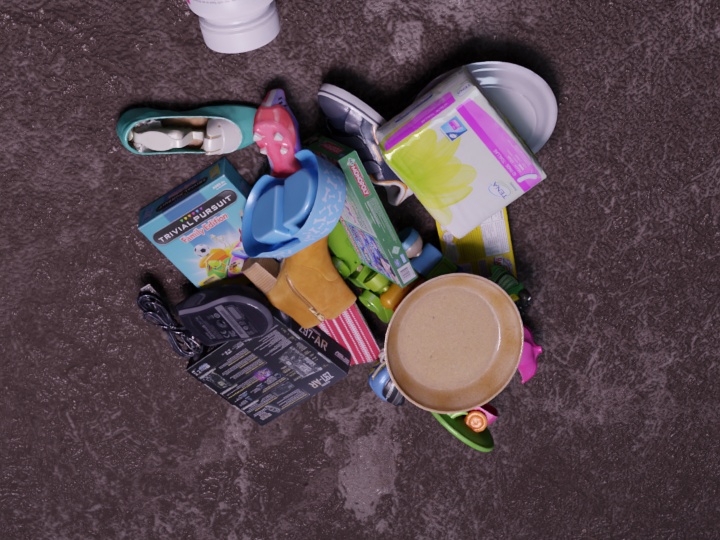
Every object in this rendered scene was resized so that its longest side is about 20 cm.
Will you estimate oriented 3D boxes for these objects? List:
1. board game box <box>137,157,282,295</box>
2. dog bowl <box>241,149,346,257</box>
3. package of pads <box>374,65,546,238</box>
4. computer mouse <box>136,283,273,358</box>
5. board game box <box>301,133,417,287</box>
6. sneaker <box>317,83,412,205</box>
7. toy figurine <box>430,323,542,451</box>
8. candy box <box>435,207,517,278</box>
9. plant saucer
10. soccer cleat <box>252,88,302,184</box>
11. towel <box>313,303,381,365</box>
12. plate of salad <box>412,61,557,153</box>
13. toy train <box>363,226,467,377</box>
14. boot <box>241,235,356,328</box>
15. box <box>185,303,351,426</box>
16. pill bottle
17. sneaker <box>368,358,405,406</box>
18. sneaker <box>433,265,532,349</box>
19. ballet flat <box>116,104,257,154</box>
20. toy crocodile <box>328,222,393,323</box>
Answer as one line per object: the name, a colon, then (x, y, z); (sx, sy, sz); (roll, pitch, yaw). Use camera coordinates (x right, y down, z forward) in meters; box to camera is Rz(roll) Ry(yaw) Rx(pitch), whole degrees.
board game box: (-0.190, -0.043, 1.707); (0.151, 0.047, 0.200); (-30, 125, 18)
dog bowl: (-0.086, -0.079, 1.557); (0.049, 0.112, 0.200); (14, 157, -31)
package of pads: (0.127, -0.145, 1.567); (0.154, 0.068, 0.200); (-35, 131, 14)
computer mouse: (-0.207, 0.056, 1.726); (0.200, 0.053, 0.139); (-9, 132, 28)
board game box: (-0.003, -0.081, 1.616); (0.029, 0.135, 0.200); (-33, 116, -12)
sneaker: (0.008, -0.160, 1.597); (0.200, 0.078, 0.079); (38, 82, -30)
toy figurine: (0.184, 0.145, 1.862); (0.200, 0.150, 0.184); (39, 104, -3)
candy box: (0.165, -0.043, 1.749); (0.102, 0.026, 0.200); (-12, 129, 3)
plant saucer: (0.126, 0.098, 1.679); (0.200, 0.035, 0.201); (-3, 103, -13)
soccer cleat: (-0.096, -0.155, 1.615); (0.067, 0.077, 0.200); (5, 151, 15)
towel: (-0.080, 0.097, 1.816); (0.200, 0.023, 0.145); (-12, 129, 21)
plate of salad: (0.160, -0.204, 1.608); (0.200, 0.048, 0.200); (-2, 140, -2)
toy train: (0.047, 0.043, 1.716); (0.116, 0.085, 0.200); (44, 88, -14)
boot: (-0.053, -0.007, 1.671); (0.144, 0.071, 0.201); (39, 125, -22)
box: (-0.138, 0.139, 1.821); (0.160, 0.044, 0.200); (39, 128, -23)
pill bottle: (-0.157, -0.363, 1.412); (0.113, 0.113, 0.200); (-9, 128, 2)
sneaker: (0.100, 0.122, 1.808); (0.200, 0.071, 0.083); (-43, 107, -12)
sneaker: (0.146, 0.069, 1.754); (0.200, 0.085, 0.078); (-32, 152, -4)
ballet flat: (-0.218, -0.175, 1.583); (0.199, 0.070, 0.067); (-1, 125, -5)
toy crocodile: (0.000, 0.000, 1.753); (0.068, 0.062, 0.200); (-52, 122, -15)
